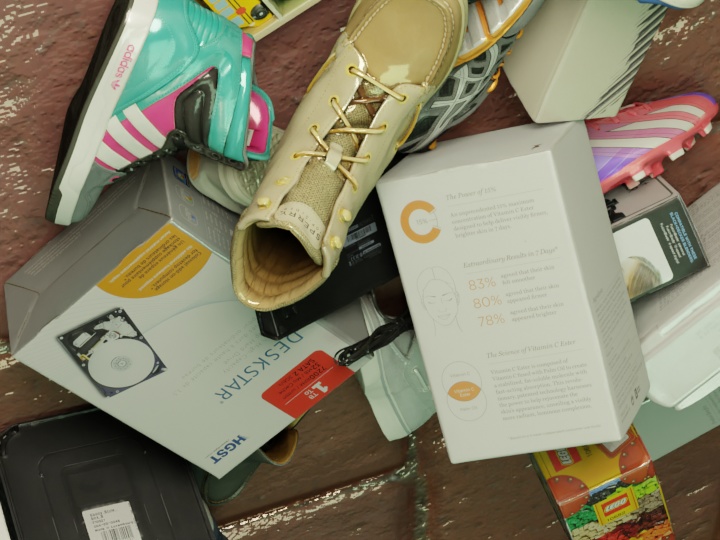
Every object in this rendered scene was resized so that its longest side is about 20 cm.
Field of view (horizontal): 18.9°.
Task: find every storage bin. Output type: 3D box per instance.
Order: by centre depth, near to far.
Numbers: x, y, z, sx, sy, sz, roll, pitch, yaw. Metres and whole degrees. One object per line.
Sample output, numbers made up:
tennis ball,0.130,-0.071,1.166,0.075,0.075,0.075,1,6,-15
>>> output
storage bin,-0.182,0.206,1.577,0.134,0.201,0.094,-11,142,-17

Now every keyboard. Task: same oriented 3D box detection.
keyboard,0.000,0.000,1.459,0.021,0.128,0.200,-4,-163,44

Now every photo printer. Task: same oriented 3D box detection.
photo printer,0.270,0.001,1.600,0.166,0.200,0.069,-40,104,20

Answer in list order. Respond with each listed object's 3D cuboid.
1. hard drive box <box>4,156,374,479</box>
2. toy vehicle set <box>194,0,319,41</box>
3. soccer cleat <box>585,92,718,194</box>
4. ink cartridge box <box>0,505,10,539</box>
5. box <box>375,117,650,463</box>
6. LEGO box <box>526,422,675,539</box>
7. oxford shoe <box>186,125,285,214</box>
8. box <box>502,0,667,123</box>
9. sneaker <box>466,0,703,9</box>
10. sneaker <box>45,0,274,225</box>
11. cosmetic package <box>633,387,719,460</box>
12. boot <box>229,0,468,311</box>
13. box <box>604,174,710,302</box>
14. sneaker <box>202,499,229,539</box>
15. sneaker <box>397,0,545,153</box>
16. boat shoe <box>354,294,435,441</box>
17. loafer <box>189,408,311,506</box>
hard drive box,-0.116,0.032,1.472,0.156,0.077,0.200,-39,130,21
toy vehicle set,-0.075,-0.215,1.257,0.124,0.027,0.200,-32,143,11
soccer cleat,0.164,-0.085,1.533,0.199,0.077,0.067,-32,174,-14
ink cartridge box,-0.349,0.197,1.519,0.145,0.147,0.201,-1,137,-28
box,0.104,0.012,1.444,0.124,0.201,0.097,-10,-166,22
LEGO box,0.160,0.117,1.661,0.077,0.201,0.149,-25,144,1
oxford shoe,-0.049,-0.056,1.454,0.057,0.076,0.200,10,171,33
box,0.153,-0.192,1.372,0.068,0.082,0.201,-6,142,-25
sneaker,0.107,-0.194,1.280,0.199,0.077,0.111,31,138,3
sneaker,-0.115,-0.087,1.326,0.120,0.084,0.200,17,139,-15
cosmetic package,0.246,0.097,1.797,0.199,0.074,0.102,-28,144,8
boot,-0.010,-0.078,1.291,0.073,0.156,0.200,32,136,-6
box,0.142,0.000,1.572,0.199,0.117,0.060,-25,104,3
sneaker,-0.197,0.246,1.730,0.201,0.077,0.146,-14,154,6
sneaker,0.062,-0.144,1.390,0.077,0.079,0.200,11,142,-39
boat shoe,0.027,0.065,1.633,0.068,0.072,0.200,-26,144,-2
loafer,-0.081,0.121,1.628,0.073,0.072,0.201,-19,149,-34
